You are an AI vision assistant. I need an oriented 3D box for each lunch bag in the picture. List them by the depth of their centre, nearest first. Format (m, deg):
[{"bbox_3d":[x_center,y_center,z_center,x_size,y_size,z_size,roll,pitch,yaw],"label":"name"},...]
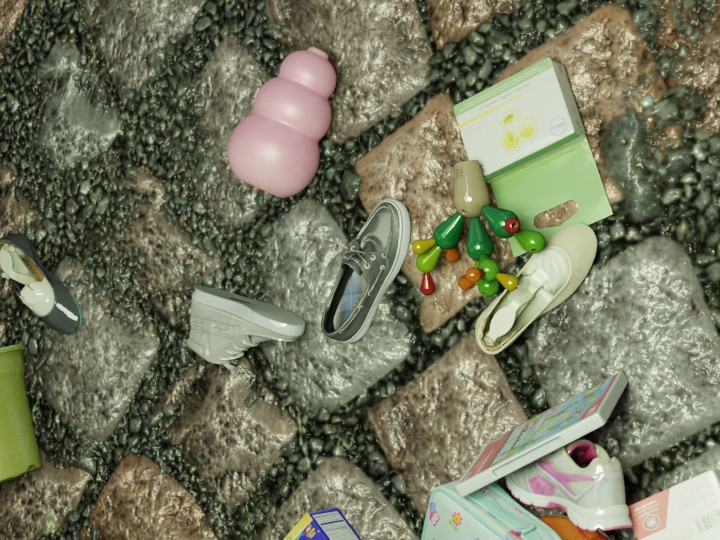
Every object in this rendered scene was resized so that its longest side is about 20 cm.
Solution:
[{"bbox_3d":[0.160,0.340,1.677,0.200,0.077,0.161,34,126,41],"label":"lunch bag"}]

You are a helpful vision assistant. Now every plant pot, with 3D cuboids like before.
[{"bbox_3d":[-0.567,0.232,2.138,0.199,0.200,0.185,-24,84,28],"label":"plant pot"}]

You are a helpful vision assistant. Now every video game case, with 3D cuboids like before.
[{"bbox_3d":[0.211,0.189,1.660,0.199,0.143,0.018,-32,92,26],"label":"video game case"}]

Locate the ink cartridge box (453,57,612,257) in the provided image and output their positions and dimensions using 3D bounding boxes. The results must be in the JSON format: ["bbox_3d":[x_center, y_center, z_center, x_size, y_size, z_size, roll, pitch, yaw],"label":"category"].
[{"bbox_3d":[0.208,-0.137,1.745,0.145,0.048,0.201,-24,71,29],"label":"ink cartridge box"}]

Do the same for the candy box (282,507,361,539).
[{"bbox_3d":[-0.043,0.436,1.835,0.169,0.077,0.200,-51,61,19],"label":"candy box"}]

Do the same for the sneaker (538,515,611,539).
[{"bbox_3d":[0.271,0.346,1.644,0.199,0.077,0.073,33,105,32],"label":"sneaker"}]

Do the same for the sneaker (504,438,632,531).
[{"bbox_3d":[0.242,0.231,1.643,0.200,0.081,0.089,14,102,56],"label":"sneaker"}]

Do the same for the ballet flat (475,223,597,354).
[{"bbox_3d":[0.207,0.026,1.718,0.200,0.069,0.070,-51,62,19],"label":"ballet flat"}]

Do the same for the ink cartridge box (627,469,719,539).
[{"bbox_3d":[0.389,0.333,1.574,0.116,0.067,0.201,-30,69,27],"label":"ink cartridge box"}]

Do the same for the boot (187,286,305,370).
[{"bbox_3d":[-0.158,0.091,1.952,0.199,0.073,0.096,17,101,41],"label":"boot"}]

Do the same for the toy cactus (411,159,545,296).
[{"bbox_3d":[0.132,-0.049,1.735,0.200,0.102,0.166,-14,83,55],"label":"toy cactus"}]

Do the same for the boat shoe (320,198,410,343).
[{"bbox_3d":[0.000,0.000,1.853,0.070,0.066,0.201,32,103,30],"label":"boat shoe"}]

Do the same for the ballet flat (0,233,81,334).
[{"bbox_3d":[-0.499,0.020,2.170,0.073,0.073,0.200,-49,63,19],"label":"ballet flat"}]

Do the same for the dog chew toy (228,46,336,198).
[{"bbox_3d":[-0.096,-0.202,1.906,0.124,0.124,0.201,24,91,32],"label":"dog chew toy"}]
